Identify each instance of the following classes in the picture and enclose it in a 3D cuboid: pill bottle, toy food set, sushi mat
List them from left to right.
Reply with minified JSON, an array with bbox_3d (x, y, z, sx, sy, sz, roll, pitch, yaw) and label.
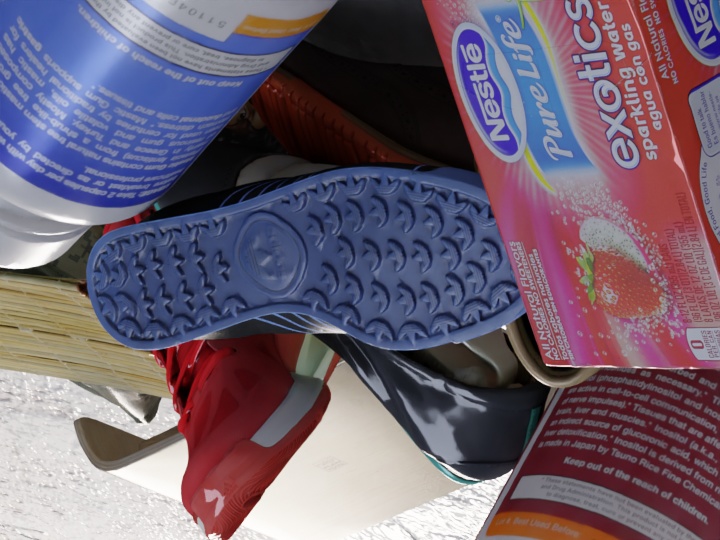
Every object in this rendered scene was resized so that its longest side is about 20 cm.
[{"bbox_3d":[-0.154,0.025,1.266,0.200,0.012,0.096,6,148,49],"label":"sushi mat"},{"bbox_3d":[-0.093,-0.087,1.002,0.112,0.112,0.200,36,132,-11],"label":"pill bottle"},{"bbox_3d":[-0.017,0.066,1.317,0.200,0.061,0.143,-27,144,32],"label":"toy food set"},{"bbox_3d":[0.129,0.068,1.078,0.113,0.200,0.113,25,155,12],"label":"pill bottle"}]

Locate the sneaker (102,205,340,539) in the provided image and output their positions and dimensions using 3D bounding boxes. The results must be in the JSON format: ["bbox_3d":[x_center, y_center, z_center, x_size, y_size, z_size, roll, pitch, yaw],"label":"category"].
[{"bbox_3d":[-0.074,0.035,1.132,0.115,0.078,0.200,36,-165,-5],"label":"sneaker"}]

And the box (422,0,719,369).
[{"bbox_3d":[0.091,-0.077,0.883,0.095,0.100,0.200,-2,113,49],"label":"box"}]

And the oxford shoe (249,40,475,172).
[{"bbox_3d":[0.032,-0.054,1.123,0.200,0.073,0.071,32,161,24],"label":"oxford shoe"}]

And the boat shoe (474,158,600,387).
[{"bbox_3d":[0.077,-0.051,0.989,0.074,0.066,0.200,-1,115,17],"label":"boat shoe"}]

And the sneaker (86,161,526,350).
[{"bbox_3d":[-0.005,-0.009,1.015,0.200,0.078,0.070,-2,102,34],"label":"sneaker"}]

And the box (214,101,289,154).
[{"bbox_3d":[-0.020,-0.040,1.200,0.200,0.075,0.050,25,157,11],"label":"box"}]

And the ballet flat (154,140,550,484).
[{"bbox_3d":[0.000,0.000,1.107,0.200,0.073,0.073,43,157,10],"label":"ballet flat"}]

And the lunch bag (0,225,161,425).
[{"bbox_3d":[-0.166,-0.037,1.325,0.200,0.118,0.164,31,160,15],"label":"lunch bag"}]
